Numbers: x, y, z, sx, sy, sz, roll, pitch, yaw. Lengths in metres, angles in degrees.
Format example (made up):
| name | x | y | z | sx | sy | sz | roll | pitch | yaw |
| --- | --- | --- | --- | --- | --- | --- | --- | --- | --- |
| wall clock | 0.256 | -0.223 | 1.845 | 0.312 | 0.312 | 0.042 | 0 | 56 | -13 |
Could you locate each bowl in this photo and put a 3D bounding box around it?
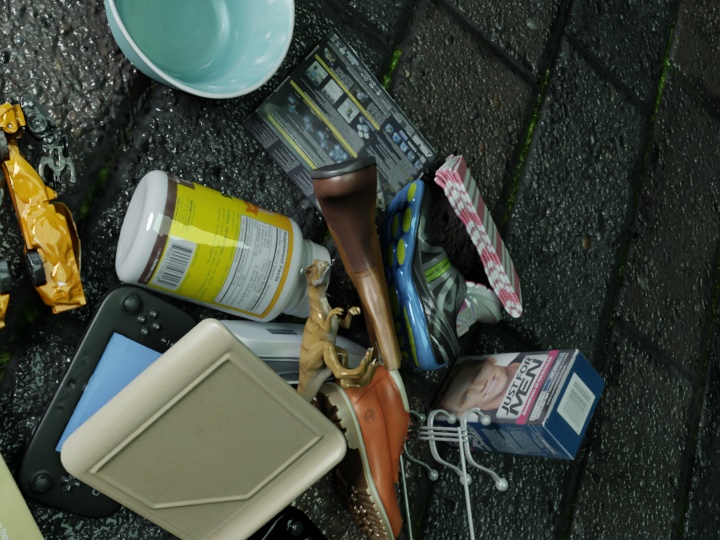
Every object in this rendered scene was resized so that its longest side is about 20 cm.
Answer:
| name | x | y | z | sx | sy | sz | roll | pitch | yaw |
| --- | --- | --- | --- | --- | --- | --- | --- | --- | --- |
| bowl | -0.174 | -0.267 | 0.712 | 0.197 | 0.104 | 0.207 | 0 | 90 | -37 |

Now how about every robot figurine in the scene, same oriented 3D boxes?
| name | x | y | z | sx | sy | sz | roll | pitch | yaw |
| --- | --- | --- | --- | --- | --- | --- | --- | --- | --- |
| robot figurine | -0.317 | -0.054 | 0.619 | 0.143 | 0.058 | 0.205 | -16 | 91 | -34 |

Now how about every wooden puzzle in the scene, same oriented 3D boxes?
| name | x | y | z | sx | sy | sz | roll | pitch | yaw |
| --- | --- | --- | --- | --- | --- | --- | --- | --- | --- |
| wooden puzzle | -0.135 | 0.158 | 0.647 | 0.184 | 0.037 | 0.201 | -39 | 121 | 4 |

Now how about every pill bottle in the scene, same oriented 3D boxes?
| name | x | y | z | sx | sy | sz | roll | pitch | yaw |
| --- | --- | --- | --- | --- | --- | --- | --- | --- | --- |
| pill bottle | -0.130 | -0.016 | 0.703 | 0.197 | 0.108 | 0.112 | 19 | 71 | -29 |

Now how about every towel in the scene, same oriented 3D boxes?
| name | x | y | z | sx | sy | sz | roll | pitch | yaw |
| --- | --- | --- | --- | --- | --- | --- | --- | --- | --- |
| towel | 0.153 | -0.049 | 0.902 | 0.203 | 0.029 | 0.146 | 63 | 17 | -8 |

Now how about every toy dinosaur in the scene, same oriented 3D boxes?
| name | x | y | z | sx | sy | sz | roll | pitch | yaw |
| --- | --- | --- | --- | --- | --- | --- | --- | --- | --- |
| toy dinosaur | -0.040 | 0.090 | 0.698 | 0.060 | 0.104 | 0.205 | -15 | 120 | -72 |

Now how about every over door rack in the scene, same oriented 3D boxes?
| name | x | y | z | sx | sy | sz | roll | pitch | yaw |
| --- | --- | --- | --- | --- | --- | --- | --- | --- | --- |
| over door rack | 0.093 | 0.258 | 0.780 | 0.065 | 0.147 | 0.206 | 9 | 76 | -25 |

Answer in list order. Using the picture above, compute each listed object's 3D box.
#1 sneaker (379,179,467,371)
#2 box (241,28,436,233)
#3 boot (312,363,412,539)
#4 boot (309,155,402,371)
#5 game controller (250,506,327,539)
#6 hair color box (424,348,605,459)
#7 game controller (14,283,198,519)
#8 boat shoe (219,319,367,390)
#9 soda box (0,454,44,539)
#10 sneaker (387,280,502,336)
| name | x | y | z | sx | sy | sz | roll | pitch | yaw |
| --- | --- | --- | --- | --- | --- | --- | --- | --- | --- |
| sneaker | 0.072 | 0.004 | 0.779 | 0.081 | 0.070 | 0.205 | -9 | 91 | -27 |
| box | -0.018 | -0.154 | 0.838 | 0.200 | 0.049 | 0.162 | 46 | 59 | -18 |
| boot | 0.024 | 0.200 | 0.773 | 0.106 | 0.074 | 0.205 | -25 | 108 | -34 |
| boot | 0.000 | 0.000 | 0.705 | 0.067 | 0.188 | 0.205 | -11 | 86 | -7 |
| game controller | -0.102 | 0.336 | 0.691 | 0.105 | 0.042 | 0.201 | 49 | 60 | -16 |
| hair color box | 0.170 | 0.151 | 0.815 | 0.061 | 0.199 | 0.101 | 45 | 61 | -18 |
| game controller | -0.223 | 0.118 | 0.643 | 0.103 | 0.042 | 0.204 | 29 | 79 | -24 |
| boat shoe | -0.073 | 0.099 | 0.748 | 0.197 | 0.071 | 0.069 | 10 | 103 | -43 |
| soda box | -0.313 | 0.183 | 0.573 | 0.063 | 0.067 | 0.204 | -27 | 97 | -33 |
| sneaker | 0.085 | 0.060 | 0.855 | 0.195 | 0.081 | 0.091 | 3 | 81 | -24 |
